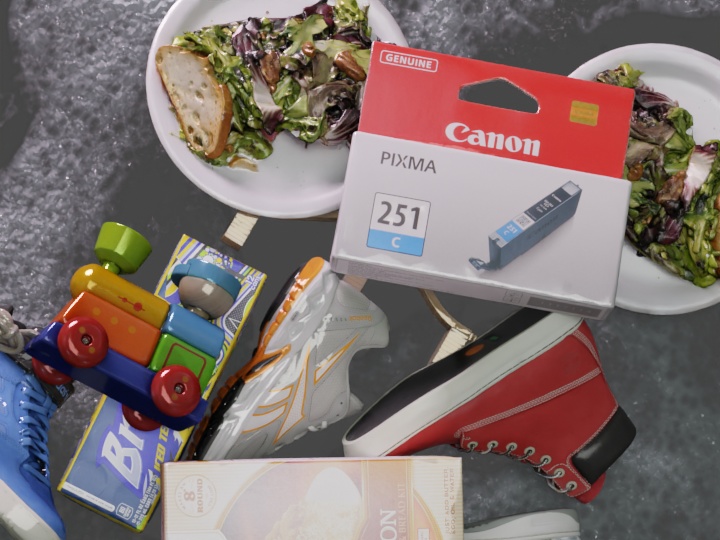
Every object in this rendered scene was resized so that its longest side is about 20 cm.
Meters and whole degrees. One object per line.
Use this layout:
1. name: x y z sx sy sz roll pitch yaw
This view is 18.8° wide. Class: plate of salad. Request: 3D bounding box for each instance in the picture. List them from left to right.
1. plate of salad: -0.055 -0.137 1.570 0.198 0.048 0.202 2 74 -8
2. plate of salad: 0.221 -0.069 1.593 0.198 0.048 0.202 1 83 -5

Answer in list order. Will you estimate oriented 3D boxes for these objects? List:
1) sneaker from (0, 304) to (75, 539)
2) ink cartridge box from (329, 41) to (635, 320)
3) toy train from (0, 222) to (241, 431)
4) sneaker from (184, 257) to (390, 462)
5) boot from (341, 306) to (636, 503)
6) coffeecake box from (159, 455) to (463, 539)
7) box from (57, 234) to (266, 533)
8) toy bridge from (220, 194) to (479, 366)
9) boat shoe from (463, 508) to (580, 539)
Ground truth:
1. sneaker: -0.230 0.100 1.485 0.111 0.077 0.200 -37 51 -10
2. ink cartridge box: 0.090 -0.070 1.522 0.198 0.045 0.178 10 74 -1
3. toy train: -0.181 0.017 1.453 0.199 0.085 0.116 29 68 -15
4. sneaker: -0.049 0.097 1.532 0.092 0.076 0.201 32 93 -12
5. boot: 0.096 0.125 1.542 0.199 0.072 0.145 -29 104 -11
6. coffeecake box: -0.033 0.202 1.447 0.198 0.073 0.155 -1 85 -8
7. box: -0.140 0.081 1.534 0.070 0.064 0.201 26 81 -2
8. toy bridge: 0.000 0.000 1.577 0.199 0.027 0.068 31 80 -2
9. boat shoe: 0.064 0.216 1.534 0.200 0.074 0.065 -10 79 -14
